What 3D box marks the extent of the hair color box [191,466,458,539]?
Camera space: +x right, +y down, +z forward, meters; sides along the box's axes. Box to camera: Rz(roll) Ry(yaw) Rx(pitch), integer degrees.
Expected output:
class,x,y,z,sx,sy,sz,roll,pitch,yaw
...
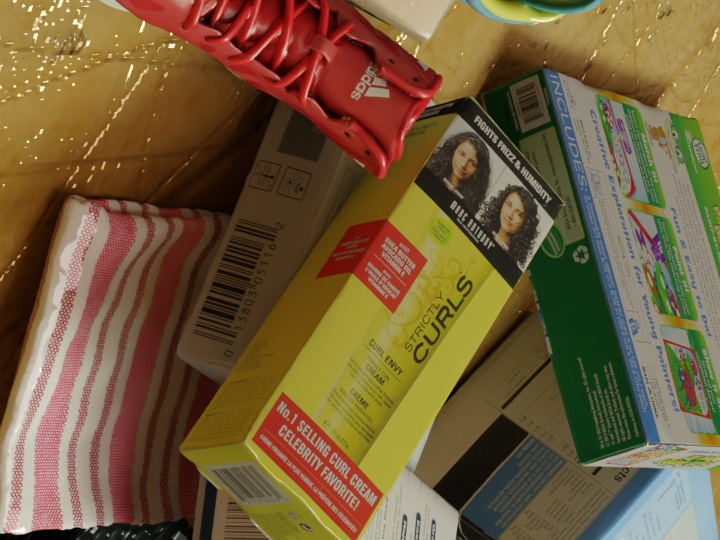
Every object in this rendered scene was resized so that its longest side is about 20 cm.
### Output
class,x,y,z,sx,sy,sz,roll,pitch,yaw
hair color box,-0.013,0.134,1.103,0.200,0.060,0.100,46,47,-62

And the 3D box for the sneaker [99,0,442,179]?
class,x,y,z,sx,sy,sz,roll,pitch,yaw
sneaker,-0.028,-0.103,0.938,0.079,0.115,0.200,-59,151,6

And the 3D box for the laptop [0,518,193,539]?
class,x,y,z,sx,sy,sz,roll,pitch,yaw
laptop,-0.117,0.205,1.133,0.177,0.103,0.200,-51,151,-9

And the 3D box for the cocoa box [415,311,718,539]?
class,x,y,z,sx,sy,sz,roll,pitch,yaw
cocoa box,0.121,0.150,1.400,0.133,0.131,0.200,-45,149,-17

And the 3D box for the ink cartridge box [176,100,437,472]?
class,x,y,z,sx,sy,sz,roll,pitch,yaw
ink cartridge box,0.000,0.000,1.118,0.161,0.047,0.200,-69,154,-11

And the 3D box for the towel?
class,x,y,z,sx,sy,sz,roll,pitch,yaw
towel,-0.083,0.045,1.062,0.200,0.030,0.147,6,99,-58

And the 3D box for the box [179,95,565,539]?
class,x,y,z,sx,sy,sz,roll,pitch,yaw
box,0.008,0.022,1.009,0.075,0.050,0.200,48,58,-21

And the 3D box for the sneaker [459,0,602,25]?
class,x,y,z,sx,sy,sz,roll,pitch,yaw
sneaker,0.073,-0.165,0.998,0.200,0.130,0.080,-39,153,-41

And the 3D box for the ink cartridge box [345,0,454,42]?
class,x,y,z,sx,sy,sz,roll,pitch,yaw
ink cartridge box,0.005,-0.210,0.851,0.164,0.075,0.200,30,95,-30

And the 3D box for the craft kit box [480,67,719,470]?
class,x,y,z,sx,sy,sz,roll,pitch,yaw
craft kit box,0.149,0.005,1.252,0.048,0.201,0.197,-22,164,30
